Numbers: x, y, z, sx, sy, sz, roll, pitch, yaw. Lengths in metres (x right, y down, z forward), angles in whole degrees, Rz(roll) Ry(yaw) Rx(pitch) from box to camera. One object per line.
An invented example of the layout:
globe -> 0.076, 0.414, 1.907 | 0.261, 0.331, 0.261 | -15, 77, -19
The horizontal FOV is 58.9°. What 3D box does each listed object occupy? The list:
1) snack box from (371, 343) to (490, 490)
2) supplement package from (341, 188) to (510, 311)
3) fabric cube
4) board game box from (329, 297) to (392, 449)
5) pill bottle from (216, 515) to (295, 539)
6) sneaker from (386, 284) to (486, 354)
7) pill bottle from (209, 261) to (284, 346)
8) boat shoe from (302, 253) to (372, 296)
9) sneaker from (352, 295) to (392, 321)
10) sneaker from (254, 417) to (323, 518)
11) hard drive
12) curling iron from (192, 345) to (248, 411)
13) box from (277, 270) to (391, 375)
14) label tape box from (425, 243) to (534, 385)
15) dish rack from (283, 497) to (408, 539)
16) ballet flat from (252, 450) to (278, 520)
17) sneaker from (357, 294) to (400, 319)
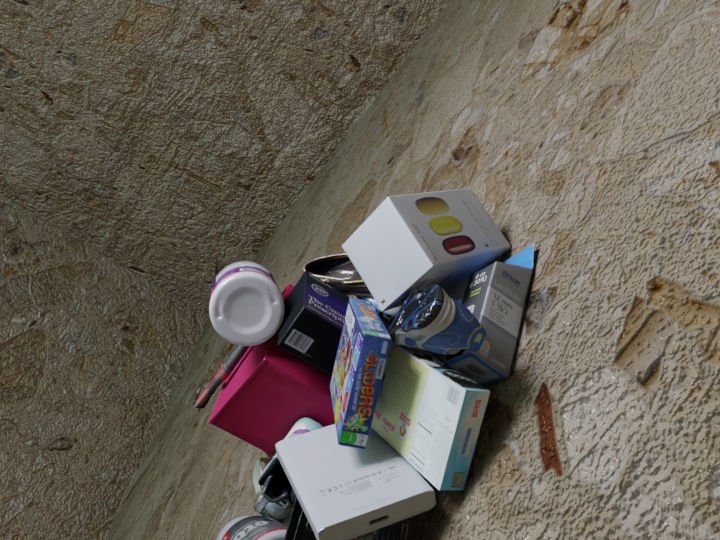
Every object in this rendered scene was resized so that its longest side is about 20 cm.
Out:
snack box -> 0.066, 0.159, 0.761 | 0.200, 0.037, 0.117 | 27, 105, 60
supplement package -> 0.094, -0.033, 0.881 | 0.200, 0.114, 0.110 | -14, -24, -49
fabric cube -> -0.106, 0.186, 1.093 | 0.196, 0.199, 0.200 | -48, 18, 33
board game box -> -0.005, 0.121, 0.816 | 0.200, 0.034, 0.136 | -118, 41, -78
pill bottle -> -0.141, 0.414, 0.908 | 0.200, 0.114, 0.114 | -25, 35, 63
sneaker -> 0.082, 0.068, 0.747 | 0.076, 0.077, 0.200 | -59, 5, -6
pill bottle -> -0.184, 0.045, 1.023 | 0.112, 0.111, 0.200 | -57, 14, 0
boat shoe -> 0.000, 0.000, 1.035 | 0.199, 0.060, 0.072 | -7, 52, 27
sneaker -> 0.029, 0.024, 1.197 | 0.066, 0.090, 0.200 | -44, 20, 38
sneaker -> -0.126, 0.333, 0.973 | 0.140, 0.078, 0.200 | -45, -23, -64
hard drive -> -0.015, 0.237, 0.750 | 0.200, 0.132, 0.026 | -152, 51, -67
curling iron -> -0.234, 0.167, 1.101 | 0.200, 0.026, 0.050 | -52, 19, 20
box -> -0.023, 0.103, 0.992 | 0.079, 0.200, 0.141 | -55, 16, 14
label tape box -> 0.144, 0.055, 0.831 | 0.143, 0.066, 0.200 | -36, 28, 53
dish rack -> -0.021, 0.321, 0.760 | 0.200, 0.054, 0.154 | -11, 60, 59
ballet flat -> -0.151, 0.348, 1.143 | 0.068, 0.075, 0.200 | -49, 17, 32
sneaker -> 0.027, 0.010, 1.090 | 0.073, 0.072, 0.200 | -60, 35, 24
